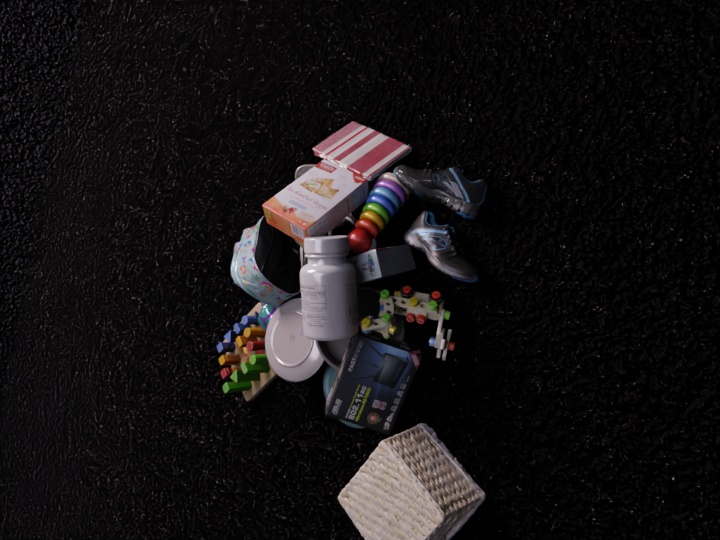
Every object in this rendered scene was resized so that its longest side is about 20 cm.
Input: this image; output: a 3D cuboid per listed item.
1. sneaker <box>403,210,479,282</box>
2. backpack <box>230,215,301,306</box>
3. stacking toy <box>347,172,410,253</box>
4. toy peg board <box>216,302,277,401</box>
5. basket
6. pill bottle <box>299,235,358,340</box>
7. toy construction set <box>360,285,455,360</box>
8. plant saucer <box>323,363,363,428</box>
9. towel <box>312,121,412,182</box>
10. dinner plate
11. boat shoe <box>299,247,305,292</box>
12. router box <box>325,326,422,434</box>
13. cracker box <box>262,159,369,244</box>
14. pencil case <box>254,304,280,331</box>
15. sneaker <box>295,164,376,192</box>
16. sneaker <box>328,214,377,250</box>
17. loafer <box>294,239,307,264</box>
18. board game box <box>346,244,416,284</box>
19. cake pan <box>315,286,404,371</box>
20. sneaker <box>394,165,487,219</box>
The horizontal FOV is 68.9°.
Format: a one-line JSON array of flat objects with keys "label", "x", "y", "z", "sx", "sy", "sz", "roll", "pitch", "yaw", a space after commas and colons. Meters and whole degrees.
[{"label": "sneaker", "x": 0.175, "y": -0.049, "z": 1.092, "sx": 0.200, "sy": 0.073, "sz": 0.082, "roll": 42, "pitch": 110, "yaw": 32}, {"label": "backpack", "x": -0.229, "y": -0.011, "z": 1.307, "sx": 0.151, "sy": 0.178, "sz": 0.200, "roll": -33, "pitch": 40, "yaw": 25}, {"label": "stacking toy", "x": 0.032, "y": -0.119, "z": 1.142, "sx": 0.085, "sy": 0.085, "sz": 0.200, "roll": 7, "pitch": 53, "yaw": 38}, {"label": "toy peg board", "x": -0.316, "y": 0.223, "z": 1.430, "sx": 0.200, "sy": 0.098, "sz": 0.199, "roll": -45, "pitch": 61, "yaw": 25}, {"label": "basket", "x": 0.096, "y": 0.449, "z": 1.047, "sx": 0.200, "sy": 0.161, "sz": 0.198, "roll": 47, "pitch": 114, "yaw": 33}, {"label": "pill bottle", "x": -0.064, "y": 0.032, "z": 1.060, "sx": 0.114, "sy": 0.114, "sz": 0.200, "roll": 3, "pitch": 99, "yaw": 38}, {"label": "toy construction set", "x": 0.108, "y": 0.103, "z": 1.088, "sx": 0.200, "sy": 0.131, "sz": 0.092, "roll": 20, "pitch": 141, "yaw": 3}, {"label": "plant saucer", "x": -0.021, "y": 0.271, "z": 1.234, "sx": 0.200, "sy": 0.036, "sz": 0.200, "roll": -5, "pitch": 82, "yaw": 38}, {"label": "towel", "x": 0.002, "y": -0.282, "z": 1.233, "sx": 0.144, "sy": 0.023, "sz": 0.200, "roll": -40, "pitch": 52, "yaw": -22}, {"label": "dinner plate", "x": -0.160, "y": 0.165, "z": 1.258, "sx": 0.200, "sy": 0.024, "sz": 0.200, "roll": -7, "pitch": 77, "yaw": 31}, {"label": "boat shoe", "x": -0.104, "y": 0.010, "z": 1.302, "sx": 0.066, "sy": 0.074, "sz": 0.200, "roll": -24, "pitch": 61, "yaw": 39}, {"label": "router box", "x": 0.026, "y": 0.236, "z": 1.129, "sx": 0.150, "sy": 0.062, "sz": 0.200, "roll": 19, "pitch": 101, "yaw": -7}, {"label": "cracker box", "x": -0.094, "y": -0.153, "z": 1.150, "sx": 0.134, "sy": 0.200, "sz": 0.058, "roll": 29, "pitch": 146, "yaw": 29}, {"label": "pencil case", "x": -0.179, "y": 0.152, "z": 1.338, "sx": 0.200, "sy": 0.085, "sz": 0.092, "roll": 34, "pitch": 133, "yaw": 34}, {"label": "sneaker", "x": -0.051, "y": -0.234, "z": 1.294, "sx": 0.200, "sy": 0.106, "sz": 0.075, "roll": 10, "pitch": 108, "yaw": 10}, {"label": "sneaker", "x": -0.049, "y": -0.107, "z": 1.261, "sx": 0.200, "sy": 0.090, "sz": 0.066, "roll": 44, "pitch": 110, "yaw": 33}, {"label": "loafer", "x": -0.128, "y": -0.071, "z": 1.242, "sx": 0.200, "sy": 0.070, "sz": 0.075, "roll": -102, "pitch": 14, "yaw": -58}, {"label": "board game box", "x": 0.000, "y": 0.000, "z": 1.172, "sx": 0.200, "sy": 0.147, "sz": 0.064, "roll": -18, "pitch": 85, "yaw": 35}, {"label": "cake pan", "x": -0.003, "y": 0.132, "z": 1.167, "sx": 0.200, "sy": 0.037, "sz": 0.200, "roll": 0, "pitch": 96, "yaw": -2}, {"label": "sneaker", "x": 0.167, "y": -0.180, "z": 1.094, "sx": 0.200, "sy": 0.073, "sz": 0.082, "roll": 27, "pitch": 93, "yaw": 13}]
